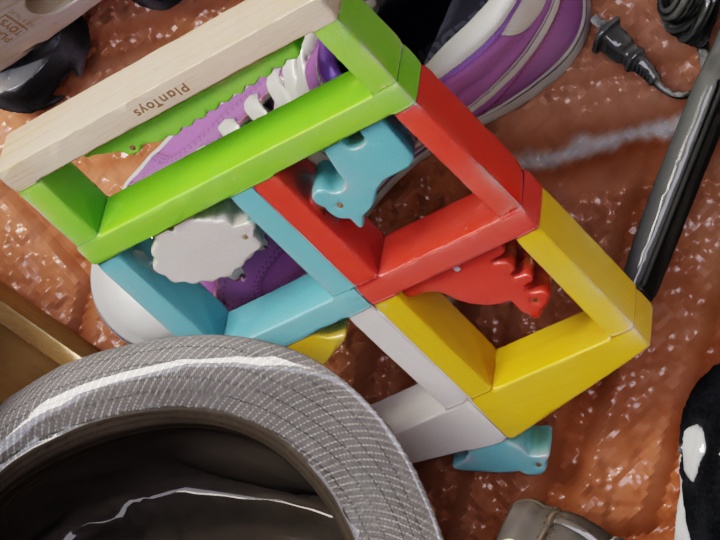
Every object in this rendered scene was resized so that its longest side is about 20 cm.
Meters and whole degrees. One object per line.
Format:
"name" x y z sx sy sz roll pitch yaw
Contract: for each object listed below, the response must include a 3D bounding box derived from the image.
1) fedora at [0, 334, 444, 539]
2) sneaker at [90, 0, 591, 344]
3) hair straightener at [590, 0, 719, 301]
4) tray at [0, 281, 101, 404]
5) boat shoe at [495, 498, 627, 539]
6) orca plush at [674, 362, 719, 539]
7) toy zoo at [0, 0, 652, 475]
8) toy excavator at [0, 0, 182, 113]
"fedora" -0.057 0.114 0.917 0.200 0.090 0.177 -30 81 10
"sneaker" -0.021 -0.047 0.903 0.200 0.114 0.073 -41 81 11
"hair straightener" 0.111 -0.080 0.906 0.077 0.041 0.201 13 91 14
"tray" -0.191 0.021 0.983 0.200 0.037 0.099 34 97 14
"boat shoe" 0.034 0.170 0.901 0.060 0.072 0.202 29 99 19
"orca plush" 0.135 0.127 0.877 0.105 0.071 0.201 1 88 14
"toy zoo" 0.000 0.000 0.879 0.131 0.021 0.200 -26 126 31
"toy excavator" -0.167 -0.149 0.964 0.194 0.100 0.200 -33 67 11
